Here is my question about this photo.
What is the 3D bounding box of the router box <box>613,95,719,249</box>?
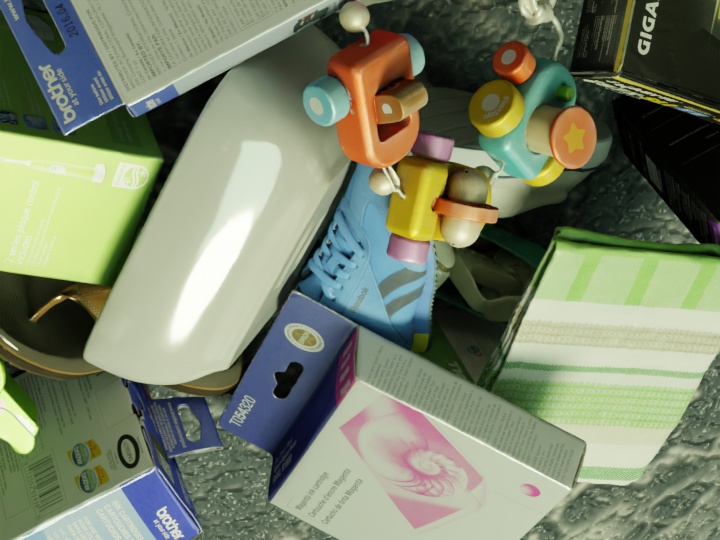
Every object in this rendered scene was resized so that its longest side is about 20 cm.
[{"bbox_3d":[0.284,-0.096,1.064,0.199,0.150,0.051,-26,131,-3],"label":"router box"}]

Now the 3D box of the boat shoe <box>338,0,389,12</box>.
[{"bbox_3d":[0.040,-0.183,0.906,0.199,0.070,0.071,-19,131,23],"label":"boat shoe"}]

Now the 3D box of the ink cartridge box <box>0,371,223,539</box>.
[{"bbox_3d":[-0.187,0.130,1.036,0.199,0.137,0.077,-28,133,-1],"label":"ink cartridge box"}]

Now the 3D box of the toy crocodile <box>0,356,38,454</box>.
[{"bbox_3d":[-0.258,0.034,0.964,0.062,0.068,0.200,-37,118,1],"label":"toy crocodile"}]

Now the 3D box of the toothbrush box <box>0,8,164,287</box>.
[{"bbox_3d":[-0.220,-0.078,0.861,0.199,0.146,0.087,9,121,-30],"label":"toothbrush box"}]

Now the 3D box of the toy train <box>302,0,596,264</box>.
[{"bbox_3d":[0.062,-0.084,0.864,0.199,0.055,0.151,-30,126,-37],"label":"toy train"}]

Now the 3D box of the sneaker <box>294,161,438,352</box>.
[{"bbox_3d":[0.000,0.000,0.971,0.078,0.066,0.201,-14,149,-9],"label":"sneaker"}]

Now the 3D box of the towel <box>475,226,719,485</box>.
[{"bbox_3d":[0.148,0.057,1.037,0.148,0.031,0.201,5,130,-21],"label":"towel"}]

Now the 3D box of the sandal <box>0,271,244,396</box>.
[{"bbox_3d":[-0.145,0.029,1.012,0.199,0.082,0.055,18,131,-36],"label":"sandal"}]

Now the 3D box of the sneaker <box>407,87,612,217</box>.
[{"bbox_3d":[0.080,-0.064,1.026,0.199,0.073,0.071,-1,128,-44],"label":"sneaker"}]

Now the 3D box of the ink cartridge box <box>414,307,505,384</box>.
[{"bbox_3d":[0.072,0.078,1.131,0.198,0.104,0.060,8,121,-28],"label":"ink cartridge box"}]

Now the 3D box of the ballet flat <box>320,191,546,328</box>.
[{"bbox_3d":[0.058,-0.009,1.083,0.199,0.071,0.068,20,117,-33],"label":"ballet flat"}]

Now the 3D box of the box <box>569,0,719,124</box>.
[{"bbox_3d":[0.213,-0.191,0.969,0.159,0.049,0.202,13,89,-34],"label":"box"}]

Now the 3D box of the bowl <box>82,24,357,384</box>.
[{"bbox_3d":[-0.063,-0.030,0.927,0.074,0.200,0.201,32,110,2],"label":"bowl"}]

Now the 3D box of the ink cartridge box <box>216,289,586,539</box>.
[{"bbox_3d":[0.013,0.116,1.035,0.199,0.044,0.197,26,145,-3],"label":"ink cartridge box"}]

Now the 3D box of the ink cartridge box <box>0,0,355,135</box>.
[{"bbox_3d":[-0.080,-0.159,0.809,0.199,0.042,0.120,-28,87,-4],"label":"ink cartridge box"}]
